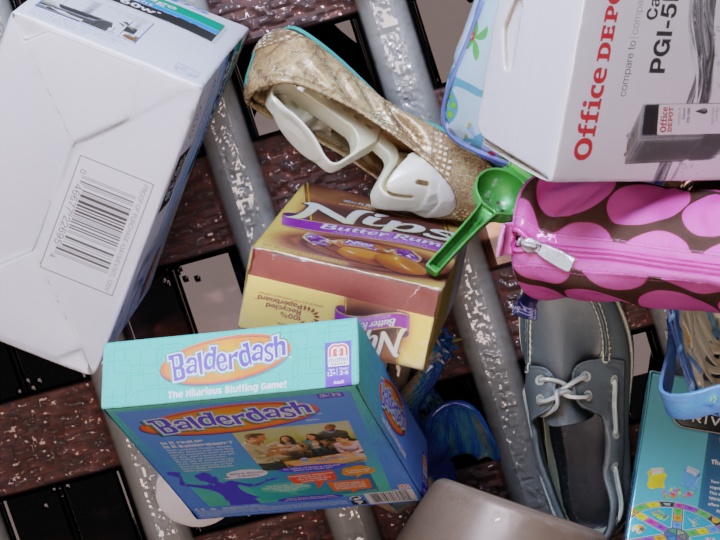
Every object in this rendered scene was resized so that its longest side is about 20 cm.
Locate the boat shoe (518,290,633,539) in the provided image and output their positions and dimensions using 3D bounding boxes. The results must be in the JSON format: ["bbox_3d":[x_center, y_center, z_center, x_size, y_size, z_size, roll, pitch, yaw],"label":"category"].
[{"bbox_3d":[0.141,0.085,1.731,0.073,0.062,0.200,-5,104,9],"label":"boat shoe"}]

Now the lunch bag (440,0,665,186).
[{"bbox_3d":[0.148,-0.147,1.657,0.161,0.082,0.200,21,107,3],"label":"lunch bag"}]

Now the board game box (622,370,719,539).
[{"bbox_3d":[0.241,0.174,1.692,0.151,0.047,0.200,10,67,5],"label":"board game box"}]

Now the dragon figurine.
[{"bbox_3d":[0.049,0.112,1.740,0.099,0.059,0.200,-46,124,-18],"label":"dragon figurine"}]

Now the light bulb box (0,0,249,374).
[{"bbox_3d":[-0.170,-0.069,1.661,0.125,0.200,0.199,22,107,0],"label":"light bulb box"}]

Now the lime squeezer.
[{"bbox_3d":[0.098,-0.071,1.613,0.038,0.071,0.200,34,78,23],"label":"lime squeezer"}]

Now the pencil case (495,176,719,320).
[{"bbox_3d":[0.182,-0.011,1.546,0.200,0.094,0.091,4,87,35],"label":"pencil case"}]

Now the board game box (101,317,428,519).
[{"bbox_3d":[-0.052,0.092,1.594,0.152,0.200,0.045,-5,66,11],"label":"board game box"}]

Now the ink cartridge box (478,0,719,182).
[{"bbox_3d":[0.182,-0.129,1.548,0.200,0.083,0.147,-3,113,-28],"label":"ink cartridge box"}]

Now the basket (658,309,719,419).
[{"bbox_3d":[0.269,0.022,1.622,0.176,0.200,0.139,-13,107,13],"label":"basket"}]

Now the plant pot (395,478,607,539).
[{"bbox_3d":[0.071,0.225,1.630,0.200,0.200,0.175,19,86,2],"label":"plant pot"}]

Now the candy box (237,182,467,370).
[{"bbox_3d":[0.000,0.000,1.655,0.116,0.200,0.057,13,103,4],"label":"candy box"}]

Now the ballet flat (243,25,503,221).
[{"bbox_3d":[0.009,-0.076,1.699,0.200,0.065,0.071,33,148,3],"label":"ballet flat"}]

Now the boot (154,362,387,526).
[{"bbox_3d":[-0.056,0.077,1.726,0.073,0.090,0.200,43,117,-17],"label":"boot"}]
